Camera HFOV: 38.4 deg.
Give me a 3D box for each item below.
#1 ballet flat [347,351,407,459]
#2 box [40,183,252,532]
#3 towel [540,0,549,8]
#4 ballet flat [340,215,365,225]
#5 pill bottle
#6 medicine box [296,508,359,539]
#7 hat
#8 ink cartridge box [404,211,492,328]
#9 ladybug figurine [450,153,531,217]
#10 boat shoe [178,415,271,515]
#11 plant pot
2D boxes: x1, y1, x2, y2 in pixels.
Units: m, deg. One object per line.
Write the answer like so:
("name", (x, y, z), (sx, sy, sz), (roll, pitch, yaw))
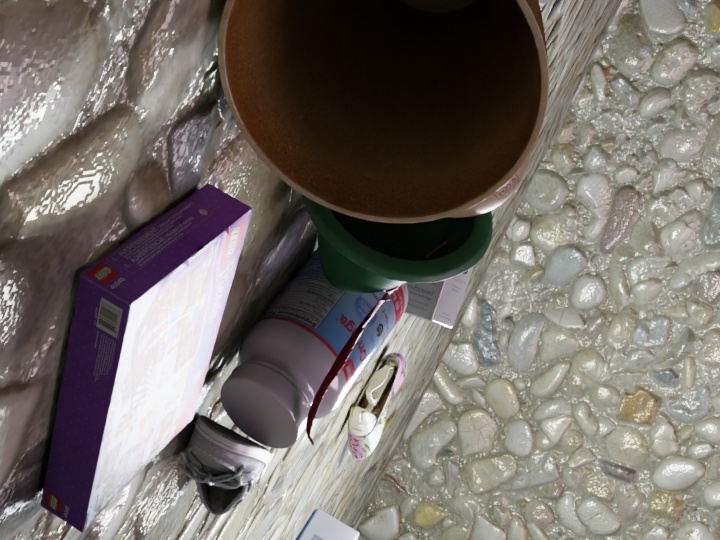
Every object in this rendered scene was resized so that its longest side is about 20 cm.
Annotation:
("ballet flat", (0.021, 0.234, 1.829), (0.201, 0.069, 0.071), (-64, 152, -9))
("box", (-0.141, 0.057, 0.675), (0.137, 0.039, 0.201), (-46, 161, -53))
("towel", (0.122, -0.242, 1.040), (0.167, 0.085, 0.200), (-65, 169, 21))
("ballet flat", (0.010, -0.063, 1.010), (0.074, 0.073, 0.200), (-61, 167, -3))
("pill bottle", (-0.043, 0.066, 0.967), (0.200, 0.108, 0.109), (-53, 166, -40))
("medicine box", (-0.098, 0.608, 2.067), (0.183, 0.102, 0.201), (-55, 167, -34))
("hat", (0.000, 0.000, 0.906), (0.199, 0.166, 0.177), (-28, 155, -38))
("ink cartridge box", (0.072, -0.052, 1.122), (0.067, 0.115, 0.202), (23, 85, -62))
("ladybug figurine", (0.054, -0.123, 0.824), (0.136, 0.200, 0.072), (-48, -152, 5))
("boat shoe", (-0.129, 0.187, 0.968), (0.065, 0.074, 0.202), (-62, 177, -19))
("plant pot", (0.031, -0.162, 0.639), (0.201, 0.185, 0.187), (-70, 180, -51))
